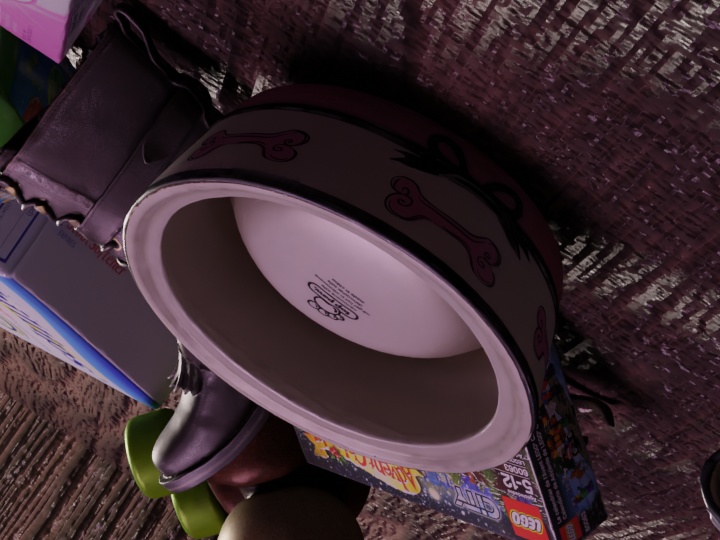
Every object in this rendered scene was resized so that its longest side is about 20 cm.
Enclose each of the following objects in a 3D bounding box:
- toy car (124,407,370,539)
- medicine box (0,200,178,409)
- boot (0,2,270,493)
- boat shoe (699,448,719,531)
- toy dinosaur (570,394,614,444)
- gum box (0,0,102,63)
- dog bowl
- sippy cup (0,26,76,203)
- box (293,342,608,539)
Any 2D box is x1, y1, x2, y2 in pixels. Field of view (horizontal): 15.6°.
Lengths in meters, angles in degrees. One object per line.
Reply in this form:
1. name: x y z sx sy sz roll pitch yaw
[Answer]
1. toy car: -0.039 0.176 1.633 0.164 0.200 0.158 -16 152 11
2. medicine box: -0.208 -0.025 1.652 0.200 0.103 0.182 25 166 40
3. boot: -0.101 -0.009 1.260 0.174 0.200 0.069 29 -166 -11
4. boat shoe: 0.225 0.128 1.158 0.060 0.076 0.200 34 170 -35
5. toy dinosaur: 0.057 0.079 1.423 0.102 0.077 0.200 32 174 -30
6. gum box: -0.144 -0.155 1.026 0.113 0.066 0.200 33 169 -3
7. dog bowl: 0.000 0.000 1.145 0.200 0.074 0.200 22 151 13
8. sippy cup: -0.210 -0.094 1.335 0.130 0.139 0.178 33 -140 -64
9. box: 0.028 0.059 1.344 0.200 0.038 0.137 15 133 48
